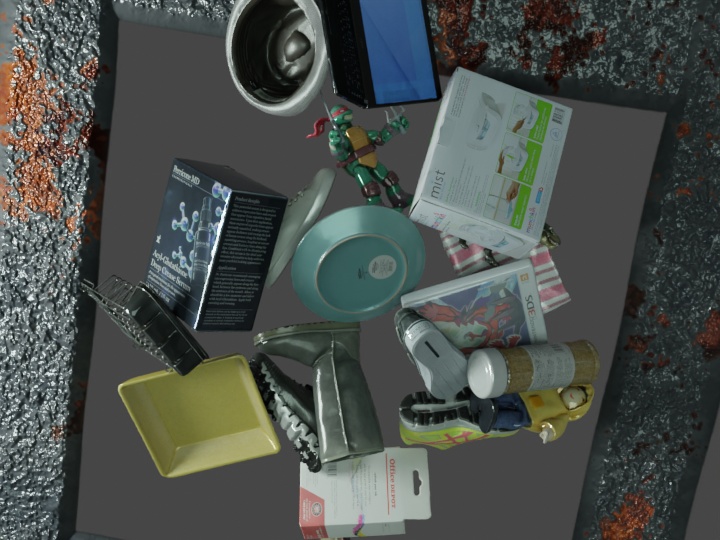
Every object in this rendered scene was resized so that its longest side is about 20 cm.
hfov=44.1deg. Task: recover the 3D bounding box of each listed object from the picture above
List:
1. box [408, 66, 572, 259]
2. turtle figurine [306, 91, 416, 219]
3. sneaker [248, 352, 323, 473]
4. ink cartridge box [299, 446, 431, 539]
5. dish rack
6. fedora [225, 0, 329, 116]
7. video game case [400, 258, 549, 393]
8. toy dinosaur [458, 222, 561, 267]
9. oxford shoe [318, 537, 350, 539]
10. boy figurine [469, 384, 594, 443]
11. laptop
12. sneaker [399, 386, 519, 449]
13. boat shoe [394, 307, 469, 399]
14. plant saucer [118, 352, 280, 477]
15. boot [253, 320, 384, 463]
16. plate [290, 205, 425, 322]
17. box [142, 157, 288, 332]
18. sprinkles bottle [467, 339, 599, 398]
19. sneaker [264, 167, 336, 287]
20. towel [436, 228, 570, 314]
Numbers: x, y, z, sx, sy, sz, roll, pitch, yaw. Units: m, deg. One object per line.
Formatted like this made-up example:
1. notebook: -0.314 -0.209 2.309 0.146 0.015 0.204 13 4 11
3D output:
1. box: 0.177 -0.146 1.219 0.173 0.097 0.204 18 75 -3
2. turtle figurine: 0.008 -0.172 1.261 0.148 0.100 0.203 -32 97 -33
3. sneaker: -0.094 0.203 1.361 0.090 0.067 0.202 -29 77 -33
4. ink cartridge box: 0.008 0.338 1.354 0.195 0.119 0.068 -3 147 3
5. dish rack: -0.318 0.071 1.279 0.055 0.198 0.155 -46 126 -21
6. fedora: -0.094 -0.310 1.212 0.177 0.090 0.201 47 130 10
7. video game case: 0.174 0.088 1.316 0.195 0.023 0.185 -16 122 5
8. toy dinosaur: 0.185 -0.061 1.276 0.197 0.047 0.090 27 90 -3
9. oxford shoe: -0.057 0.456 1.411 0.073 0.070 0.205 7 98 9
10. boy figurine: 0.265 0.204 1.322 0.195 0.126 0.065 1 129 -19
11. laptop: 0.026 -0.315 1.171 0.101 0.199 0.182 -11 88 18
12. sneaker: 0.148 0.233 1.362 0.195 0.079 0.091 4 135 -8
13. boat shoe: 0.104 0.113 1.273 0.071 0.071 0.201 -32 141 -2
14. plant saucer: -0.238 0.211 1.348 0.195 0.049 0.203 -14 124 3
15. boot: -0.062 0.180 1.311 0.177 0.073 0.205 -6 82 -3
16. plate: 0.000 0.000 1.250 0.195 0.026 0.204 -7 127 -9
17. box: -0.207 -0.035 1.254 0.147 0.106 0.204 27 105 41
18. sprinkles bottle: 0.252 0.141 1.286 0.196 0.068 0.070 -3 104 -26
19. sneaker: -0.112 -0.076 1.294 0.084 0.073 0.202 34 102 -8
20. towel: 0.212 -0.012 1.321 0.144 0.030 0.203 -24 101 7
